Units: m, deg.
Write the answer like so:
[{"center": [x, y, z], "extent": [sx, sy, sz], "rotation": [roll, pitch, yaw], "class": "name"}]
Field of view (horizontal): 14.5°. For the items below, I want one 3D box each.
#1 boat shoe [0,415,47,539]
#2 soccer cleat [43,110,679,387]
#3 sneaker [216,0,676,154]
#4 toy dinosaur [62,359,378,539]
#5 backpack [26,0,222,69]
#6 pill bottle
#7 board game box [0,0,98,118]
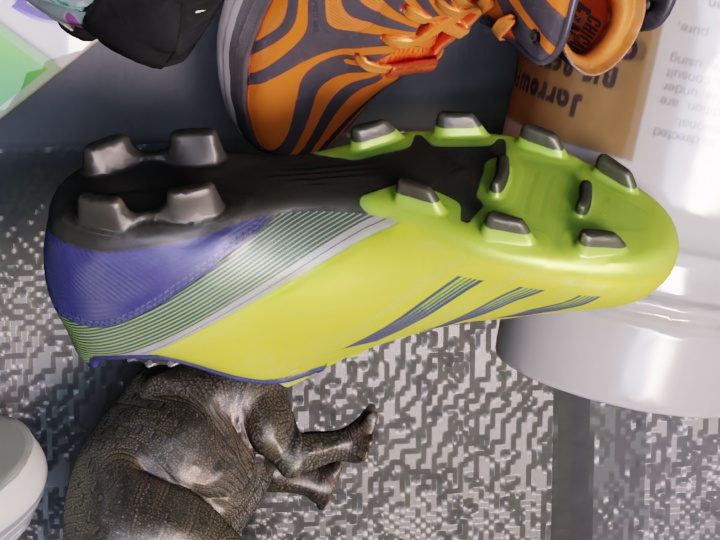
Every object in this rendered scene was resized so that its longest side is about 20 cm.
[{"center": [-0.186, 0.124, 0.966], "extent": [0.200, 0.070, 0.072], "rotation": [-33, 126, -2], "class": "boat shoe"}, {"center": [0.000, -0.001, 0.893], "extent": [0.199, 0.065, 0.084], "rotation": [0, 126, 3], "class": "soccer cleat"}, {"center": [0.028, -0.085, 0.890], "extent": [0.077, 0.112, 0.200], "rotation": [-23, 152, -41], "class": "sneaker"}, {"center": [-0.058, 0.075, 0.952], "extent": [0.102, 0.077, 0.201], "rotation": [22, 77, -7], "class": "toy dinosaur"}, {"center": [-0.107, -0.170, 0.851], "extent": [0.199, 0.127, 0.167], "rotation": [29, 98, -8], "class": "backpack"}, {"center": [0.108, -0.059, 0.942], "extent": [0.114, 0.114, 0.201], "rotation": [9, 101, -12], "class": "pill bottle"}, {"center": [-0.087, -0.138, 0.938], "extent": [0.200, 0.030, 0.096], "rotation": [-38, 106, 3], "class": "board game box"}]
